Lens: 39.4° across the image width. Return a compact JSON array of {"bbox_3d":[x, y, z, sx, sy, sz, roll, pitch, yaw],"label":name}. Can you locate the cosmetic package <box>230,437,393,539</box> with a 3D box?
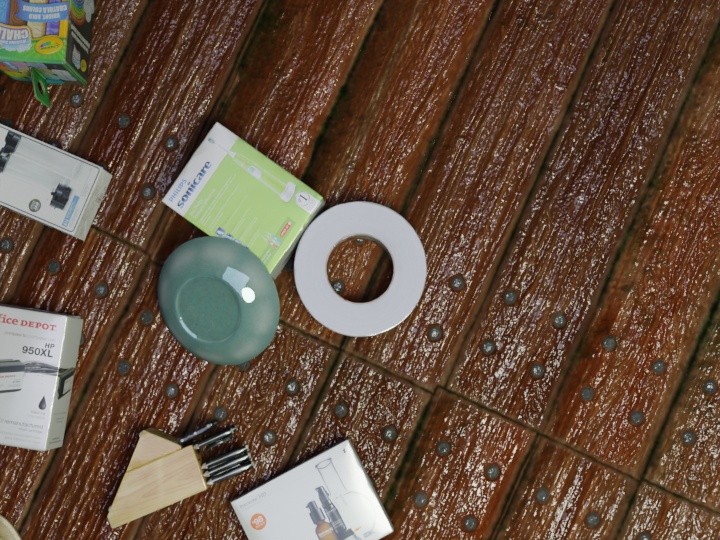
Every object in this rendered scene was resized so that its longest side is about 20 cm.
[{"bbox_3d":[-0.071,0.363,1.496,0.199,0.052,0.152,-28,83,-1],"label":"cosmetic package"}]

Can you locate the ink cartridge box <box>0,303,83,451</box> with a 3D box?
[{"bbox_3d":[-0.509,0.156,1.500,0.143,0.084,0.202,8,85,1],"label":"ink cartridge box"}]

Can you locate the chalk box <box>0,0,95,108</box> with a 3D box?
[{"bbox_3d":[-0.484,-0.352,1.521,0.122,0.125,0.202,5,84,1],"label":"chalk box"}]

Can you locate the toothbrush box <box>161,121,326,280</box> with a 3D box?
[{"bbox_3d":[-0.172,-0.102,1.516,0.199,0.086,0.146,34,88,3],"label":"toothbrush box"}]

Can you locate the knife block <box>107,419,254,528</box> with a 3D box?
[{"bbox_3d":[-0.258,0.312,1.494,0.174,0.064,0.202,23,86,3],"label":"knife block"}]

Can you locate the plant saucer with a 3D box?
[{"bbox_3d":[-0.218,0.052,1.484,0.199,0.039,0.203,5,109,15],"label":"plant saucer"}]

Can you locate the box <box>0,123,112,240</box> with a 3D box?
[{"bbox_3d":[-0.497,-0.138,1.536,0.198,0.060,0.118,24,86,3],"label":"box"}]

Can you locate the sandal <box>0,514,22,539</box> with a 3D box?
[{"bbox_3d":[-0.585,0.372,1.491,0.077,0.070,0.212,-39,86,-2],"label":"sandal"}]

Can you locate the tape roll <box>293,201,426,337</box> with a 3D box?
[{"bbox_3d":[0.000,0.000,1.515,0.198,0.066,0.203,0,85,1],"label":"tape roll"}]
